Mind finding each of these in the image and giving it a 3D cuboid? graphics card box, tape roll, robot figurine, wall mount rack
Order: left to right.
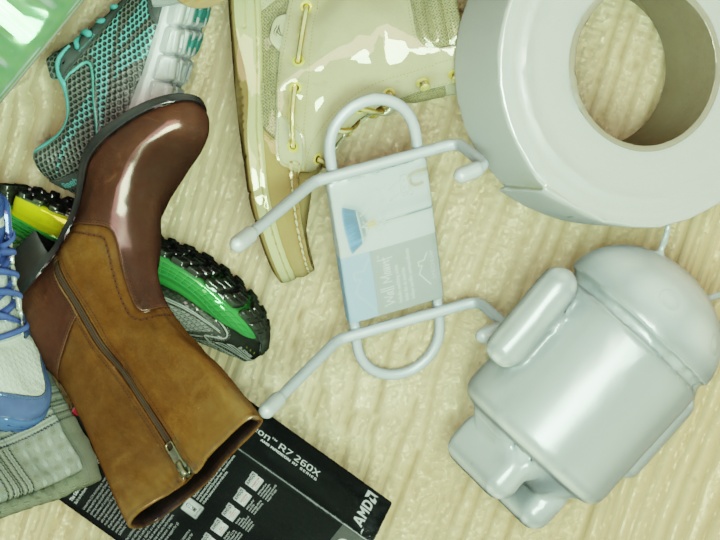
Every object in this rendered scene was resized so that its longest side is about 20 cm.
[{"bbox_3d":[-0.095,0.138,1.517,0.200,0.051,0.126,36,124,-1],"label":"graphics card box"},{"bbox_3d":[0.000,0.000,1.489,0.173,0.075,0.201,-17,118,-15],"label":"wall mount rack"},{"bbox_3d":[0.147,0.065,1.516,0.200,0.113,0.170,-47,132,0],"label":"robot figurine"},{"bbox_3d":[0.162,-0.126,1.503,0.202,0.071,0.203,-1,94,-22],"label":"tape roll"}]

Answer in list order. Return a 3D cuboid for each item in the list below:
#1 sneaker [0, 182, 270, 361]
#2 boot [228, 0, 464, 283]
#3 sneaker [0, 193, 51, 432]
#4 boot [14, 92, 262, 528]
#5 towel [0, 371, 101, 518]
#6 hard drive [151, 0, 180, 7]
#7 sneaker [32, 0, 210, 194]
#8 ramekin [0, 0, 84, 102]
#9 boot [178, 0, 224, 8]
[{"bbox_3d":[-0.150,0.015,1.536,0.199,0.078,0.085,22,98,7],"label":"sneaker"},{"bbox_3d":[0.000,-0.098,1.533,0.155,0.073,0.201,-6,89,-2],"label":"boot"},{"bbox_3d":[-0.233,-0.001,1.405,0.088,0.075,0.200,-35,87,33],"label":"sneaker"},{"bbox_3d":[-0.117,0.019,1.408,0.188,0.068,0.200,-44,55,12],"label":"boot"},{"bbox_3d":[-0.255,0.061,1.422,0.035,0.200,0.193,-39,77,32],"label":"towel"},{"bbox_3d":[-0.084,-0.268,1.509,0.131,0.027,0.201,-12,69,-1],"label":"hard drive"},{"bbox_3d":[-0.153,-0.136,1.528,0.091,0.078,0.201,15,86,7],"label":"sneaker"},{"bbox_3d":[-0.226,-0.171,1.465,0.098,0.200,0.200,40,90,-10],"label":"ramekin"},{"bbox_3d":[-0.090,-0.273,1.461,0.071,0.144,0.202,11,111,-39],"label":"boot"}]
